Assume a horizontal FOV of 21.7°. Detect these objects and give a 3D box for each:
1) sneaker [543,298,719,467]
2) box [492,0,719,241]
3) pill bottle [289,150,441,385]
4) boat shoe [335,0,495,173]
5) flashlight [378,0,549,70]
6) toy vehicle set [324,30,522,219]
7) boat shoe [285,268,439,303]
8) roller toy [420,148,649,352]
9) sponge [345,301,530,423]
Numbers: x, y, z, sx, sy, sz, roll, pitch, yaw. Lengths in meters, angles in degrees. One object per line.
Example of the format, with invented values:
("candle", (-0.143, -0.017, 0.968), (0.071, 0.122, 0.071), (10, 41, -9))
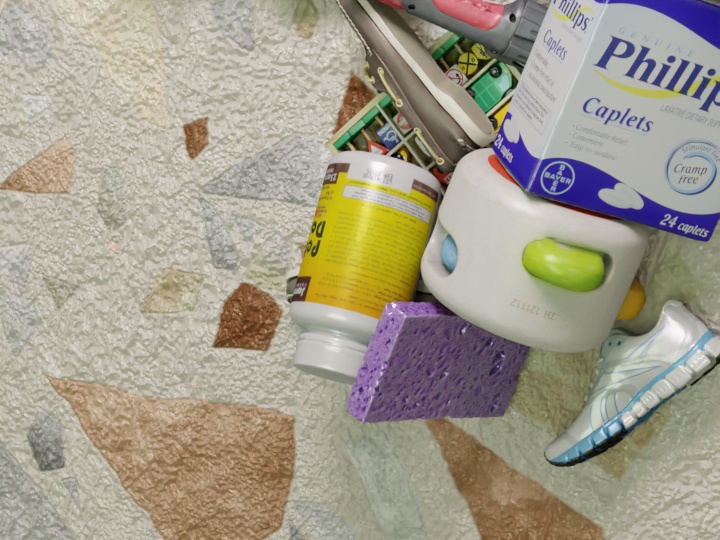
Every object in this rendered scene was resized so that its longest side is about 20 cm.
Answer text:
("sneaker", (0.239, 0.101, 1.726), (0.200, 0.075, 0.087), (-41, 76, 17))
("box", (0.241, -0.150, 1.603), (0.183, 0.105, 0.201), (14, 110, -19))
("pill bottle", (0.000, 0.000, 1.715), (0.109, 0.109, 0.201), (11, 80, 21))
("boat shoe", (0.039, -0.179, 1.722), (0.059, 0.072, 0.200), (-41, 88, 21))
("flashlight", (0.082, -0.247, 1.678), (0.199, 0.068, 0.068), (21, 80, -7))
("toy vehicle set", (0.075, -0.133, 1.768), (0.200, 0.026, 0.124), (-41, 83, 25))
("boat shoe", (0.017, 0.038, 1.796), (0.201, 0.072, 0.061), (8, 77, 19))
("roller toy", (0.153, -0.014, 1.673), (0.182, 0.200, 0.140), (30, 110, 26))
("sponge", (0.079, 0.083, 1.717), (0.030, 0.199, 0.112), (36, 113, 37))
